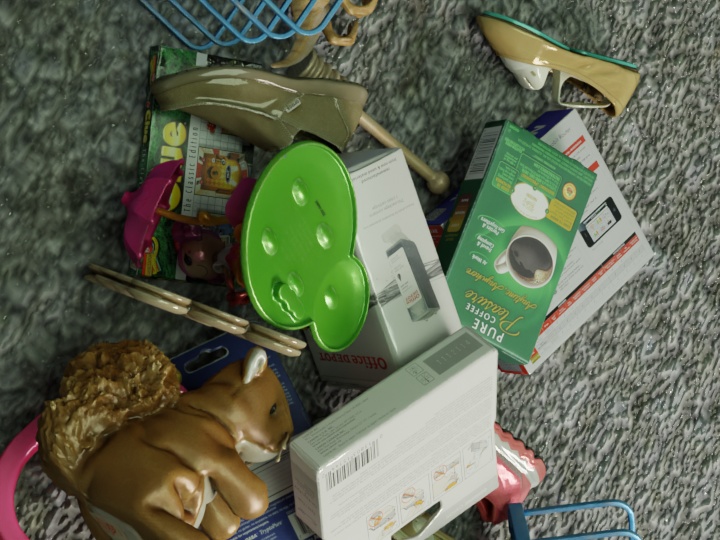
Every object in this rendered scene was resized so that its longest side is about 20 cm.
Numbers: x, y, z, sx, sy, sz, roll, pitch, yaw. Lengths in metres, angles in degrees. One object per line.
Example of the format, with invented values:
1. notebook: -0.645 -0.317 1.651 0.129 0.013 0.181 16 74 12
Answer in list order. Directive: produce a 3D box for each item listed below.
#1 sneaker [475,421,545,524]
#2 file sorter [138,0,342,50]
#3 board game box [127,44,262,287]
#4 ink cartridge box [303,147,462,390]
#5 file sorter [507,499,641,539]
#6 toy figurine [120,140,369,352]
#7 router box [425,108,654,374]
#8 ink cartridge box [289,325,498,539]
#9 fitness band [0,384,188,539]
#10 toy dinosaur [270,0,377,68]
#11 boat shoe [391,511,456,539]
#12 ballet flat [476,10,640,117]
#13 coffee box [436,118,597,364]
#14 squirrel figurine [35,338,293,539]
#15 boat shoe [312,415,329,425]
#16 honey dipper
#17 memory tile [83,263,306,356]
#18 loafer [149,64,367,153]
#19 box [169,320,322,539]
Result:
1. sneaker: 0.093 0.170 1.625 0.200 0.074 0.087 41 72 -25
2. file sorter: -0.096 -0.270 1.430 0.123 0.199 0.139 41 71 -28
3. board game box: -0.144 -0.090 1.506 0.104 0.023 0.202 6 88 -29
4. ink cartridge box: 0.000 0.000 1.522 0.084 0.145 0.201 -25 104 -30
5. file sorter: 0.212 0.324 1.583 0.122 0.200 0.140 -7 119 0
6. toy figurine: -0.108 -0.024 1.423 0.151 0.183 0.200 -60 141 -27
7. router box: 0.175 -0.030 1.684 0.200 0.049 0.180 -40 110 -24
8. ink cartridge box: 0.033 0.166 1.468 0.199 0.045 0.177 -31 139 -27
9. fitness band: -0.214 0.169 1.428 0.200 0.037 0.144 -41 86 -21
10. toy dinosaur: -0.042 -0.235 1.541 0.106 0.060 0.201 19 58 -28
11. boat shoe: 0.058 0.252 1.609 0.200 0.073 0.063 41 64 -28
12. ballet flat: 0.192 -0.197 1.684 0.199 0.069 0.063 15 97 -29
13. coffee box: 0.136 -0.026 1.606 0.122 0.044 0.201 27 77 -28
14. squirrel figurine: -0.151 0.126 1.369 0.200 0.142 0.187 41 62 1
15. boat shoe: -0.058 0.219 1.533 0.075 0.075 0.203 37 73 -26
16. honey dipper: 0.014 -0.132 1.593 0.200 0.038 0.038 38 72 -28
17. memory tile: -0.140 0.032 1.400 0.152 0.200 0.017 22 87 -22
18. loafer: -0.084 -0.137 1.481 0.199 0.076 0.068 2 89 -24
19. box: -0.098 0.156 1.493 0.121 0.032 0.201 -24 81 -16
